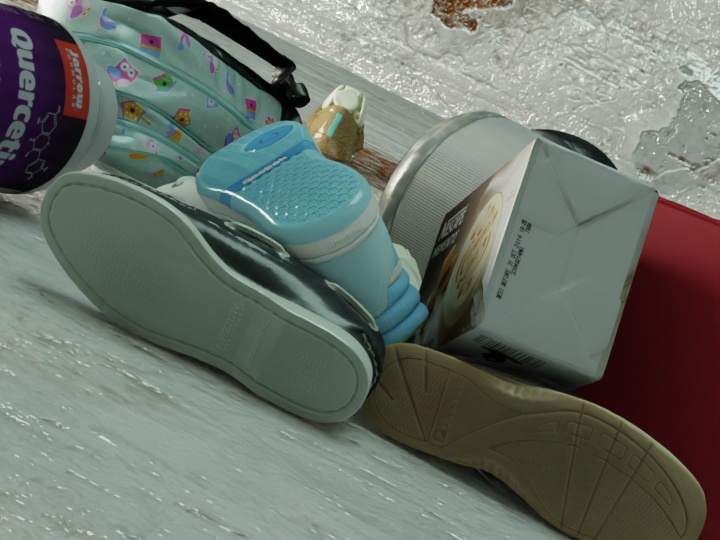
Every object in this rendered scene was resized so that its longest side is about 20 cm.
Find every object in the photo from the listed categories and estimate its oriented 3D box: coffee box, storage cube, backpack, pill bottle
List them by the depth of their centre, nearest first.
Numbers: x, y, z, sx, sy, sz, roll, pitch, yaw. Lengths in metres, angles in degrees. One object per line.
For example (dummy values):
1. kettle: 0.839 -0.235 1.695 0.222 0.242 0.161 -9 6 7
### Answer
1. coffee box: 0.092 0.010 1.117 0.079 0.115 0.200 22 -13 -7
2. pill bottle: -0.231 -0.106 1.128 0.112 0.113 0.200 30 11 26
3. storage cube: 0.236 0.067 1.156 0.170 0.201 0.179 15 8 -44
4. backpack: -0.147 -0.116 1.314 0.166 0.128 0.200 2 -15 25

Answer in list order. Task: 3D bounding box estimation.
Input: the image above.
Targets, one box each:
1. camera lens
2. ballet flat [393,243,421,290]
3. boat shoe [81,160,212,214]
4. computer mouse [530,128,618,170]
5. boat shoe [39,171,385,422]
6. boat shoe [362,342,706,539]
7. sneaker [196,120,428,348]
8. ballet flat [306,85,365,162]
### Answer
1. camera lens: 0.119 -0.012 1.373 0.199 0.161 0.160 32 12 36
2. ballet flat: 0.000 0.000 1.296 0.069 0.070 0.200 18 12 -36
3. boat shoe: -0.093 -0.031 1.211 0.199 0.070 0.071 28 11 17
4. computer mouse: 0.183 -0.024 1.473 0.053 0.201 0.138 -30 6 -33
5. boat shoe: -0.077 0.009 1.013 0.199 0.076 0.060 37 25 -1
6. boat shoe: 0.097 0.091 1.040 0.199 0.072 0.065 22 13 15
7. sneaker: -0.027 -0.006 1.117 0.131 0.079 0.200 64 -7 -25
8. ballet flat: -0.023 -0.159 2.032 0.067 0.073 0.200 24 9 0
